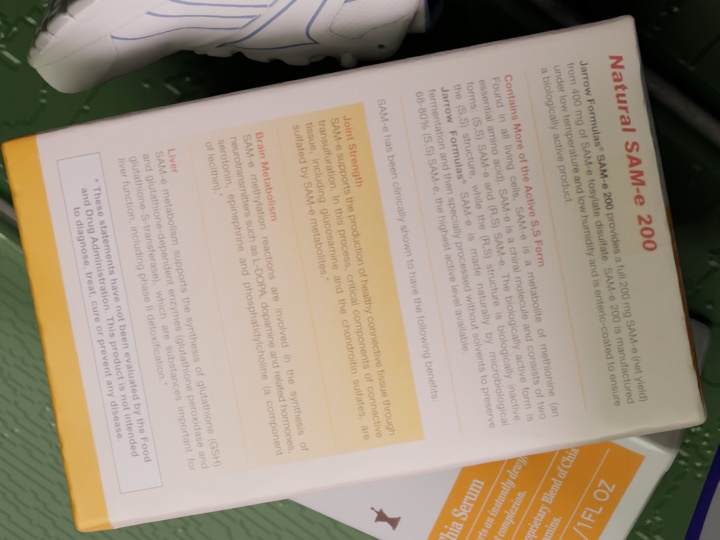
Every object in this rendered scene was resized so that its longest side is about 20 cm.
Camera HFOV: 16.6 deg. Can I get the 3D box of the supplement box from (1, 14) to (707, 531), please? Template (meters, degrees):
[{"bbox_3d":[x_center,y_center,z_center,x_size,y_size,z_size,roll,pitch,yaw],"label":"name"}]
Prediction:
[{"bbox_3d":[0.000,0.000,0.777,0.199,0.074,0.127,-10,93,5],"label":"supplement box"}]

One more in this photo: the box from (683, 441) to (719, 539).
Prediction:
[{"bbox_3d":[0.190,0.027,0.692,0.105,0.184,0.200,29,150,-5],"label":"box"}]

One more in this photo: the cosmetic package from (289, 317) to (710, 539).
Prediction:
[{"bbox_3d":[0.010,0.034,0.872,0.199,0.071,0.102,24,132,2],"label":"cosmetic package"}]

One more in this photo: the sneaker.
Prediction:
[{"bbox_3d":[-0.025,-0.095,0.783,0.199,0.075,0.087,-22,122,34],"label":"sneaker"}]
